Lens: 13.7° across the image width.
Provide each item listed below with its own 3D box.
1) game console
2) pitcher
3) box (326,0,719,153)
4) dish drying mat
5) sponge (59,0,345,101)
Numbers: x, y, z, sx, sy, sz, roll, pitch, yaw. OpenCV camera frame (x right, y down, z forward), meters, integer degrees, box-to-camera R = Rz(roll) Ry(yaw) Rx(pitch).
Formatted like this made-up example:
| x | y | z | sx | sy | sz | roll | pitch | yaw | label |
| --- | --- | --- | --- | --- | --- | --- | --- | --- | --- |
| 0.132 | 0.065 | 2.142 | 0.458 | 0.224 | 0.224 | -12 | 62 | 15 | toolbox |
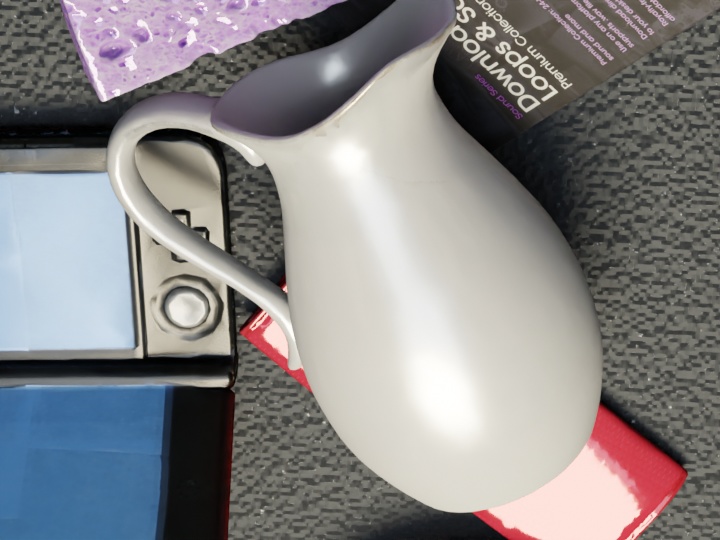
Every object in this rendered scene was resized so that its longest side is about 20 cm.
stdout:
| x | y | z | sx | sy | sz | roll | pitch | yaw | label |
| --- | --- | --- | --- | --- | --- | --- | --- | --- | --- |
| -0.155 | 0.040 | 1.265 | 0.198 | 0.119 | 0.173 | -1 | 117 | 3 | game console |
| 0.000 | 0.000 | 1.227 | 0.171 | 0.121 | 0.201 | -12 | 119 | 28 | pitcher |
| 0.066 | -0.139 | 1.170 | 0.143 | 0.036 | 0.200 | 43 | 137 | -15 | box |
| 0.046 | 0.058 | 1.319 | 0.200 | 0.018 | 0.077 | 37 | 109 | -13 | dish drying mat |
| -0.081 | -0.172 | 1.129 | 0.111 | 0.030 | 0.201 | -22 | 123 | -5 | sponge |
